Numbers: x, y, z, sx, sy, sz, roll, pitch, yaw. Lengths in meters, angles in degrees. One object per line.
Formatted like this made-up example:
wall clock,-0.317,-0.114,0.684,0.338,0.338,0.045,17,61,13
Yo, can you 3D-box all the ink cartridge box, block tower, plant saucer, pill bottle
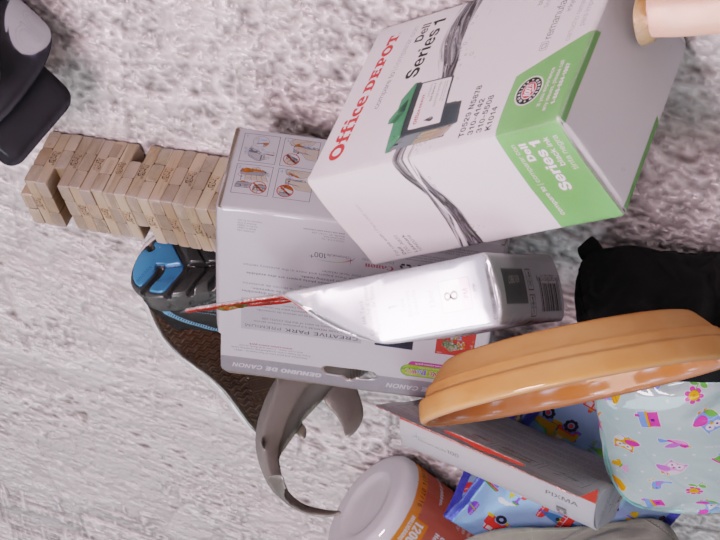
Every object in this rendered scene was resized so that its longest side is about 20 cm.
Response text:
ink cartridge box,0.082,-0.095,1.156,0.199,0.147,0.084,-11,132,40
block tower,-0.163,-0.059,1.438,0.198,0.058,0.054,8,144,21
plant saucer,0.131,0.058,1.156,0.198,0.038,0.200,-12,171,-2
pill bottle,0.077,0.262,1.680,0.200,0.113,0.112,37,144,-20
ink cartridge box,0.101,0.142,1.370,0.162,0.057,0.200,22,-170,17
ink cartridge box,0.000,0.000,1.341,0.198,0.084,0.176,8,137,2
ink cartridge box,0.014,0.027,1.194,0.199,0.058,0.162,-15,176,19

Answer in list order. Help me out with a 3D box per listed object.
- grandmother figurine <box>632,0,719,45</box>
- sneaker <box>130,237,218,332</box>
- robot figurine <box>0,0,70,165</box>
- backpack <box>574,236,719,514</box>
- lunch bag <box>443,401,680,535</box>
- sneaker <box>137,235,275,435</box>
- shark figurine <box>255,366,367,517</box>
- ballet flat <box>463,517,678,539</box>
grandmother figurine,0.250,-0.154,1.050,0.199,0.061,0.122,4,139,29
sneaker,-0.072,0.009,1.453,0.198,0.074,0.082,0,150,13
robot figurine,-0.300,-0.161,1.318,0.150,0.125,0.200,-23,126,38
backpack,0.227,0.078,1.321,0.166,0.127,0.201,9,144,19
lunch bag,0.184,0.158,1.506,0.150,0.094,0.200,31,137,-6
sneaker,-0.125,0.052,1.556,0.201,0.073,0.085,58,175,-18
shark figurine,-0.051,0.093,1.443,0.127,0.215,0.090,4,132,29
ballet flat,0.153,0.237,1.488,0.198,0.064,0.068,-11,120,20
